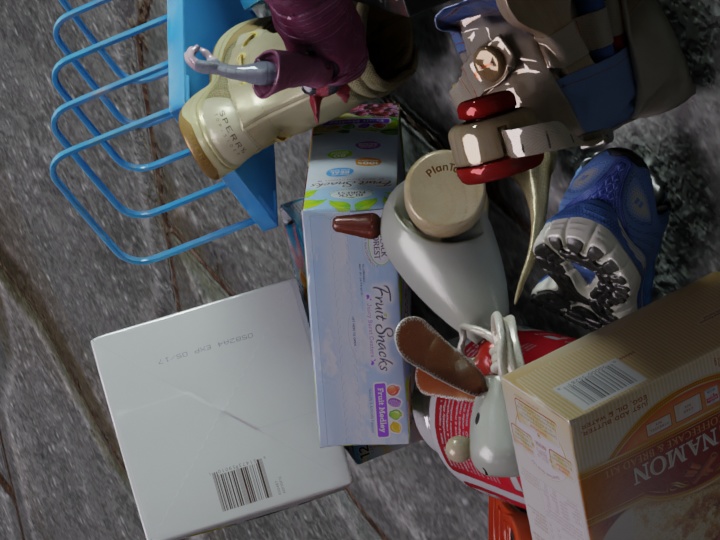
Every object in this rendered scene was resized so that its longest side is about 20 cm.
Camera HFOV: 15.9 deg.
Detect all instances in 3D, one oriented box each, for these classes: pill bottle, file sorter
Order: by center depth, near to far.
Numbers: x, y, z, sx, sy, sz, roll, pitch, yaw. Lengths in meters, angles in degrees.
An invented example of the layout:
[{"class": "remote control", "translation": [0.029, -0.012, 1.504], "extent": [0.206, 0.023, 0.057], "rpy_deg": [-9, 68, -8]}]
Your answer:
[{"class": "pill bottle", "translation": [0.113, 0.095, 1.643], "extent": [0.200, 0.112, 0.113], "rpy_deg": [14, 125, 64]}, {"class": "file sorter", "translation": [-0.145, -0.125, 1.856], "extent": [0.139, 0.122, 0.201], "rpy_deg": [52, -156, -44]}]

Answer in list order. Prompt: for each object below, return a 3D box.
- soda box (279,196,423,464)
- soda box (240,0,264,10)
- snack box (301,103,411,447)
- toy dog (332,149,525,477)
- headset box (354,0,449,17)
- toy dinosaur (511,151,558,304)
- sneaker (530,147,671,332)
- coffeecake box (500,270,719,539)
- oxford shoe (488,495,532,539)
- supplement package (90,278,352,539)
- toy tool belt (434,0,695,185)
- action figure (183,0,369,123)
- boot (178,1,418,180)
[{"class": "soda box", "translation": [-0.002, 0.039, 1.916], "extent": [0.064, 0.068, 0.201], "rpy_deg": [-133, 27, -59]}, {"class": "soda box", "translation": [-0.083, -0.288, 1.780], "extent": [0.201, 0.064, 0.068], "rpy_deg": [68, 160, -3]}, {"class": "snack box", "translation": [0.000, 0.000, 1.728], "extent": [0.200, 0.067, 0.170], "rpy_deg": [-84, -9, -66]}, {"class": "toy dog", "translation": [0.042, 0.023, 1.534], "extent": [0.132, 0.096, 0.201], "rpy_deg": [72, -174, -57]}, {"class": "headset box", "translation": [-0.005, -0.252, 1.612], "extent": [0.200, 0.077, 0.150], "rpy_deg": [25, 135, 58]}, {"class": "toy dinosaur", "translation": [0.102, -0.071, 1.551], "extent": [0.200, 0.058, 0.102], "rpy_deg": [-98, -1, -58]}, {"class": "sneaker", "translation": [0.150, -0.015, 1.505], "extent": [0.078, 0.090, 0.200], "rpy_deg": [26, 166, 10]}, {"class": "coffeecake box", "translation": [0.176, 0.126, 1.464], "extent": [0.073, 0.153, 0.201], "rpy_deg": [33, 142, 54]}, {"class": "oxford shoe", "translation": [0.127, 0.184, 1.767], "extent": [0.200, 0.072, 0.072], "rpy_deg": [-117, 25, -80]}, {"class": "supplement package", "translation": [-0.097, 0.106, 1.868], "extent": [0.200, 0.151, 0.152], "rpy_deg": [107, 147, -84]}, {"class": "toy tool belt", "translation": [0.092, -0.126, 1.368], "extent": [0.124, 0.200, 0.124], "rpy_deg": [-12, 99, 33]}, {"class": "action figure", "translation": [-0.027, -0.173, 1.560], "extent": [0.148, 0.135, 0.201], "rpy_deg": [-1, 138, 21]}, {"class": "boot", "translation": [-0.030, -0.144, 1.748], "extent": [0.073, 0.155, 0.200], "rpy_deg": [59, -157, -14]}]
